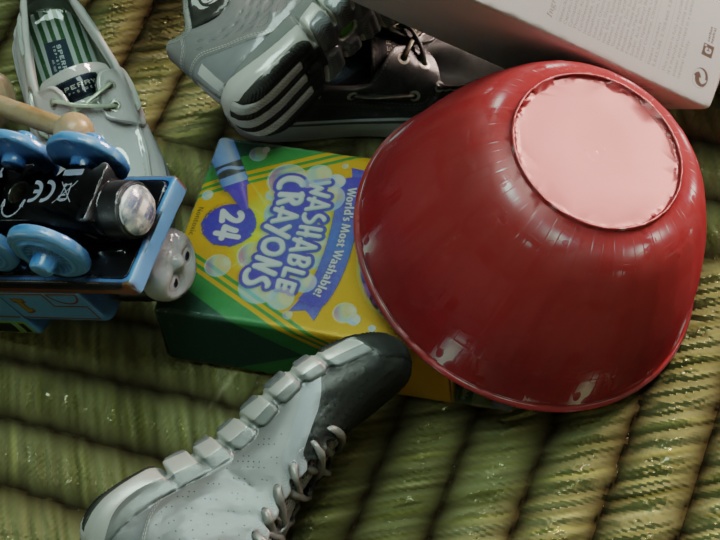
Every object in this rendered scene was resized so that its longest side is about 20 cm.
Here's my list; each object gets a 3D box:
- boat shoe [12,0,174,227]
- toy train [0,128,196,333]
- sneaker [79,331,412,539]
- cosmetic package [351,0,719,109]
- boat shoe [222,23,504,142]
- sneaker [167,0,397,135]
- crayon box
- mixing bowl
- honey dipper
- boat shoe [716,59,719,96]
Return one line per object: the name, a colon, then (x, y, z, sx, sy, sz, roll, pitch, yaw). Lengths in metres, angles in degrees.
boat shoe: (-0.168, -0.094, 1.405, 0.074, 0.067, 0.200, -22, 54, -15)
toy train: (-0.176, -0.019, 1.293, 0.200, 0.114, 0.087, 0, 60, 37)
sneaker: (-0.037, 0.127, 1.231, 0.200, 0.075, 0.116, -34, 62, -2)
cosmetic package: (0.100, -0.152, 1.305, 0.102, 0.200, 0.074, 4, 76, 54)
boat shoe: (0.015, -0.117, 1.407, 0.200, 0.057, 0.069, -7, 53, 2)
sneaker: (-0.033, -0.176, 1.367, 0.115, 0.075, 0.200, 36, 69, 29)
crayon box: (0.000, 0.000, 1.327, 0.200, 0.052, 0.126, 9, 56, 13)
mixing bowl: (0.107, -0.036, 1.261, 0.200, 0.108, 0.200, 9, 59, -15)
honey dipper: (-0.198, -0.089, 1.366, 0.038, 0.038, 0.200, -34, 25, -17)
boat shoe: (0.227, -0.137, 1.384, 0.066, 0.075, 0.199, -28, 45, 1)
